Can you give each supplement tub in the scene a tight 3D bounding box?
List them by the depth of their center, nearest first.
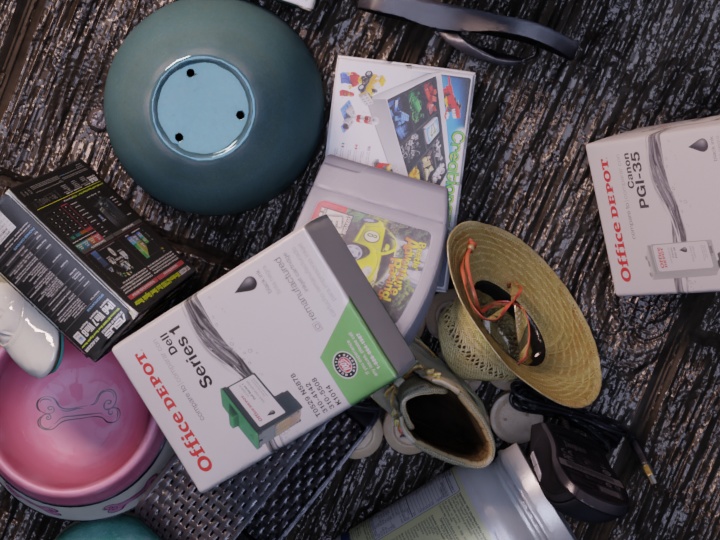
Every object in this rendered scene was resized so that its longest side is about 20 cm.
[{"bbox_3d":[0.087,0.257,1.664,0.200,0.145,0.145,-31,95,3],"label":"supplement tub"}]

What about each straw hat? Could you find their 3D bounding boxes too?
[{"bbox_3d":[0.116,0.056,1.642,0.085,0.201,0.201,-37,95,28],"label":"straw hat"}]

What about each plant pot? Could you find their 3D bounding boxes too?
[{"bbox_3d":[-0.132,-0.142,1.628,0.200,0.135,0.200,0,97,0],"label":"plant pot"}]

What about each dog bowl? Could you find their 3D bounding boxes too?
[{"bbox_3d":[-0.252,0.122,1.658,0.200,0.074,0.200,-1,80,5],"label":"dog bowl"}]

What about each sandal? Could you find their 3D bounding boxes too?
[{"bbox_3d":[0.095,-0.210,1.655,0.200,0.076,0.043,13,94,9],"label":"sandal"}]

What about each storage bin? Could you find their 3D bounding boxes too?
[{"bbox_3d":[-0.089,0.169,1.647,0.094,0.135,0.200,41,96,17],"label":"storage bin"}]

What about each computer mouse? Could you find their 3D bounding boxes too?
[{"bbox_3d":[0.204,0.179,1.635,0.140,0.200,0.046,22,110,-22],"label":"computer mouse"}]

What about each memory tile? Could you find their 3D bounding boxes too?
[{"bbox_3d":[0.064,0.094,1.712,0.200,0.017,0.153,-6,96,0],"label":"memory tile"}]

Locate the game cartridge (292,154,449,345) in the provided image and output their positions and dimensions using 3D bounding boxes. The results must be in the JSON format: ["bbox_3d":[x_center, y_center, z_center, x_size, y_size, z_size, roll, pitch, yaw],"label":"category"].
[{"bbox_3d":[0.000,0.000,1.601,0.133,0.041,0.200,17,65,8],"label":"game cartridge"}]

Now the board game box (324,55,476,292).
[{"bbox_3d":[0.030,-0.087,1.680,0.126,0.035,0.200,8,96,3],"label":"board game box"}]

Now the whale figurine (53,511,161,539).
[{"bbox_3d":[-0.213,0.319,1.691,0.159,0.104,0.200,-21,98,2],"label":"whale figurine"}]

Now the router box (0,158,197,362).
[{"bbox_3d":[-0.235,-0.012,1.604,0.150,0.200,0.062,43,105,0],"label":"router box"}]

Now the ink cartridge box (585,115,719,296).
[{"bbox_3d":[0.302,-0.056,1.602,0.083,0.200,0.147,-17,97,-39],"label":"ink cartridge box"}]

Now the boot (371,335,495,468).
[{"bbox_3d":[0.034,0.093,1.625,0.200,0.155,0.072,39,94,-5],"label":"boot"}]

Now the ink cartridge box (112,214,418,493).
[{"bbox_3d":[-0.079,0.069,1.516,0.200,0.084,0.146,-32,90,16],"label":"ink cartridge box"}]

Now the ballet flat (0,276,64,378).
[{"bbox_3d":[-0.308,0.015,1.623,0.069,0.200,0.069,-11,136,-10],"label":"ballet flat"}]

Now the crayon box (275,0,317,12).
[{"bbox_3d":[-0.072,-0.343,1.648,0.127,0.051,0.200,18,96,-2],"label":"crayon box"}]
